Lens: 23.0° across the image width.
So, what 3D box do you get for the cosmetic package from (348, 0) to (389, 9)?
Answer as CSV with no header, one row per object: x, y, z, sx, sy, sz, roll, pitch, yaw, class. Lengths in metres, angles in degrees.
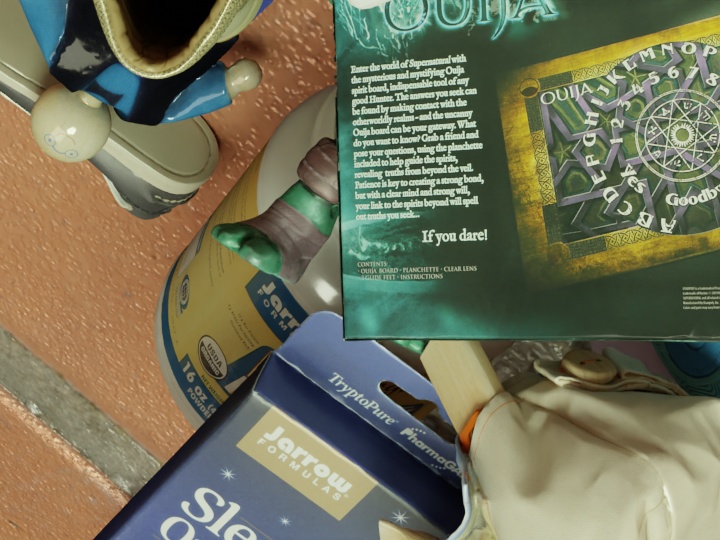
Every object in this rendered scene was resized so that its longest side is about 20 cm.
0.059,-0.213,0.532,0.165,0.200,0.165,-13,119,45,cosmetic package

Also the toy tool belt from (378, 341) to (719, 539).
0.066,0.120,0.641,0.123,0.125,0.200,25,124,36,toy tool belt

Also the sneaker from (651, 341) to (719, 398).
0.161,-0.018,0.675,0.080,0.130,0.200,-58,43,37,sneaker

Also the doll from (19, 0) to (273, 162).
-0.098,-0.121,0.820,0.136,0.049,0.200,24,133,-24,doll

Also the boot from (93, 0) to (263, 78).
-0.056,-0.175,0.653,0.073,0.155,0.200,12,104,0,boot

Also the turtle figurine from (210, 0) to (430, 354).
0.032,-0.076,0.673,0.150,0.200,0.101,28,-179,43,turtle figurine

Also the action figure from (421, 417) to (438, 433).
0.055,0.149,0.908,0.130,0.069,0.200,37,-174,-16,action figure

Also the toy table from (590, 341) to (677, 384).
0.171,0.098,0.812,0.200,0.117,0.184,36,141,6,toy table

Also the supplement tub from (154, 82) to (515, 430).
0.000,0.000,0.828,0.145,0.145,0.200,41,142,-2,supplement tub

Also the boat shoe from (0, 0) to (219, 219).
-0.168,-0.099,0.925,0.200,0.073,0.063,39,139,-7,boat shoe

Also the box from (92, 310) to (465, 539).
-0.028,0.111,0.721,0.121,0.032,0.200,37,125,-9,box

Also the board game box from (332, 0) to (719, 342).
0.081,-0.044,0.567,0.200,0.028,0.136,-1,91,33,board game box
